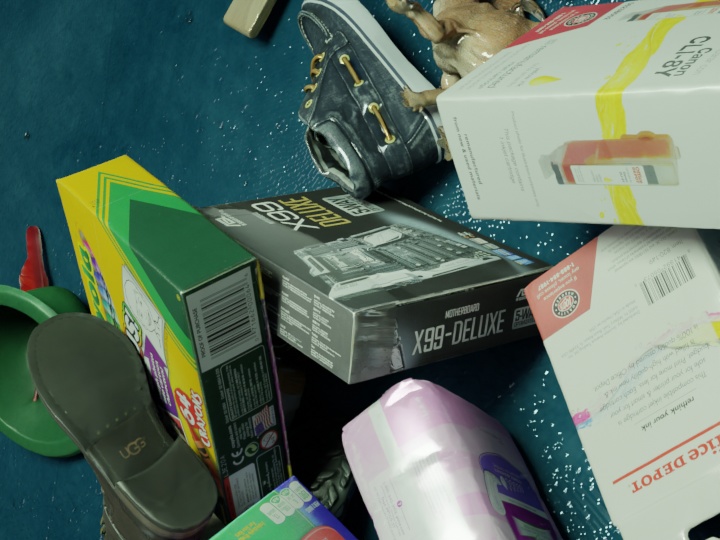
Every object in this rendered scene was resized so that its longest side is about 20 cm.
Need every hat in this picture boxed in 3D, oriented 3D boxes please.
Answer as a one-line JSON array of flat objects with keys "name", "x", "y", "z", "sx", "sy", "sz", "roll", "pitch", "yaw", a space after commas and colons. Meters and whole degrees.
[{"name": "hat", "x": -0.269, "y": 0.048, "z": 1.178, "sx": 0.166, "sy": 0.176, "sz": 0.200, "roll": -24, "pitch": 100, "yaw": 36}]

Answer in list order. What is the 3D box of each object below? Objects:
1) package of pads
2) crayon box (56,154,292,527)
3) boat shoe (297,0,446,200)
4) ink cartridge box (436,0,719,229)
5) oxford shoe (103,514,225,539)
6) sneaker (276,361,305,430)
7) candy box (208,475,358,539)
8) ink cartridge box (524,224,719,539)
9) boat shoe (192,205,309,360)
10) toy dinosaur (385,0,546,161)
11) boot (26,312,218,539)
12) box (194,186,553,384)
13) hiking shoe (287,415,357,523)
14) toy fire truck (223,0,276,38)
[{"name": "package of pads", "x": 0.071, "y": 0.168, "z": 0.725, "sx": 0.076, "sy": 0.120, "sz": 0.200, "roll": -37, "pitch": 54, "yaw": 19}, {"name": "crayon box", "x": -0.123, "y": 0.047, "z": 0.833, "sx": 0.173, "sy": 0.058, "sz": 0.200, "roll": 35, "pitch": 141, "yaw": 43}, {"name": "boat shoe", "x": -0.016, "y": -0.135, "z": 0.918, "sx": 0.091, "sy": 0.071, "sz": 0.200, "roll": -28, "pitch": 50, "yaw": -13}, {"name": "ink cartridge box", "x": 0.168, "y": -0.092, "z": 0.693, "sx": 0.200, "sy": 0.145, "sz": 0.083, "roll": 6, "pitch": 123, "yaw": 44}, {"name": "oxford shoe", "x": -0.132, "y": 0.218, "z": 0.976, "sx": 0.200, "sy": 0.071, "sz": 0.074, "roll": -2, "pitch": 41, "yaw": 51}, {"name": "sneaker", "x": -0.131, "y": 0.099, "z": 0.987, "sx": 0.200, "sy": 0.076, "sz": 0.088, "roll": 13, "pitch": 90, "yaw": 47}, {"name": "candy box", "x": -0.024, "y": 0.238, "z": 0.726, "sx": 0.200, "sy": 0.169, "sz": 0.077, "roll": 45, "pitch": 114, "yaw": 9}, {"name": "ink cartridge box", "x": 0.183, "y": 0.069, "z": 0.696, "sx": 0.116, "sy": 0.067, "sz": 0.200, "roll": -37, "pitch": 54, "yaw": 31}, {"name": "boat shoe", "x": -0.106, "y": 0.008, "z": 0.993, "sx": 0.200, "sy": 0.070, "sz": 0.070, "roll": 35, "pitch": 102, "yaw": 43}, {"name": "toy dinosaur", "x": 0.100, "y": -0.148, "z": 0.837, "sx": 0.200, "sy": 0.135, "sz": 0.086, "roll": 52, "pitch": 156, "yaw": 16}, {"name": "boot", "x": -0.165, "y": 0.144, "z": 0.847, "sx": 0.200, "sy": 0.069, "sz": 0.174, "roll": 52, "pitch": 150, "yaw": 23}, {"name": "box", "x": 0.000, "y": 0.000, "z": 0.819, "sx": 0.200, "sy": 0.158, "sz": 0.050, "roll": 30, "pitch": 123, "yaw": 49}, {"name": "hiking shoe", "x": -0.051, "y": 0.198, "z": 0.882, "sx": 0.074, "sy": 0.087, "sz": 0.200, "roll": 18, "pitch": 67, "yaw": 23}, {"name": "toy fire truck", "x": -0.041, "y": -0.276, "z": 0.994, "sx": 0.176, "sy": 0.129, "sz": 0.200, "roll": 53, "pitch": 154, "yaw": 41}]
